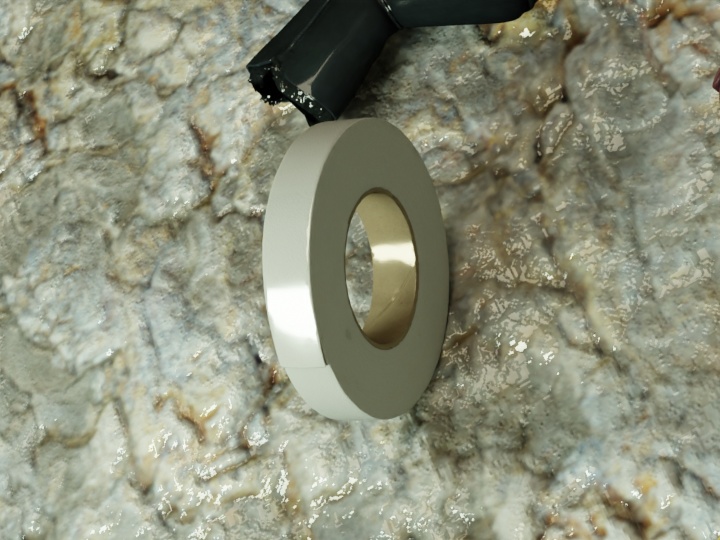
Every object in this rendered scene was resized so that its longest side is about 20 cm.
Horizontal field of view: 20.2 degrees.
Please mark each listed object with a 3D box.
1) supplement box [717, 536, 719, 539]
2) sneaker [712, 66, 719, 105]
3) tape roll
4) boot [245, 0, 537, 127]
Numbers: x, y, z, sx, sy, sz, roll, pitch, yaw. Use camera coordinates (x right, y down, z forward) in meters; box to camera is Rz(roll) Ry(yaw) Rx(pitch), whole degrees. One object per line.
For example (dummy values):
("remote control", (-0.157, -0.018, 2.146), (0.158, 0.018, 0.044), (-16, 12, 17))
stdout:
("supplement box", (0.243, 0.212, 1.124), (0.109, 0.109, 0.200), (29, 79, 39))
("sneaker", (0.309, -0.109, 1.312), (0.116, 0.076, 0.200), (-54, 40, -2))
("tape roll", (0.000, 0.000, 1.334), (0.037, 0.203, 0.204), (-2, 61, 28))
("boot", (0.021, -0.173, 1.504), (0.200, 0.076, 0.168), (22, 71, 44))
